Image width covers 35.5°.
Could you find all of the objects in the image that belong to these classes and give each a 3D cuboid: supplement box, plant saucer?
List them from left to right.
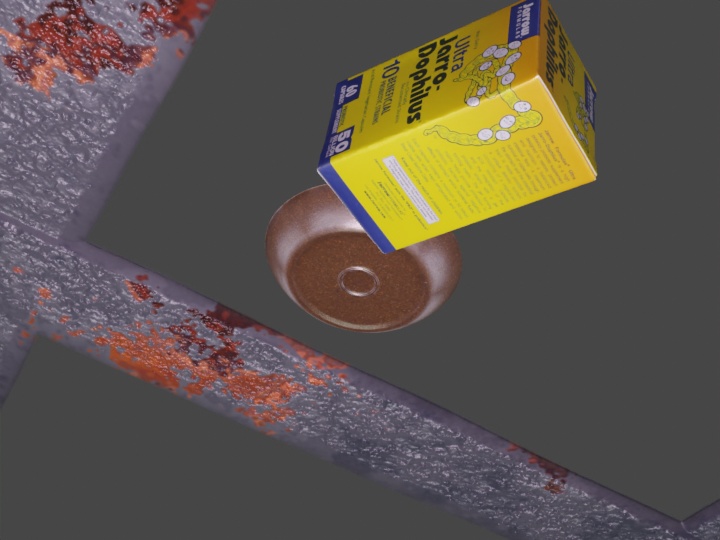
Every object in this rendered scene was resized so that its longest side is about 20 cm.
[{"bbox_3d":[0.000,0.000,1.097,0.196,0.037,0.202,6,136,5],"label":"plant saucer"},{"bbox_3d":[0.079,-0.114,0.905,0.197,0.110,0.110,-19,130,28],"label":"supplement box"}]
